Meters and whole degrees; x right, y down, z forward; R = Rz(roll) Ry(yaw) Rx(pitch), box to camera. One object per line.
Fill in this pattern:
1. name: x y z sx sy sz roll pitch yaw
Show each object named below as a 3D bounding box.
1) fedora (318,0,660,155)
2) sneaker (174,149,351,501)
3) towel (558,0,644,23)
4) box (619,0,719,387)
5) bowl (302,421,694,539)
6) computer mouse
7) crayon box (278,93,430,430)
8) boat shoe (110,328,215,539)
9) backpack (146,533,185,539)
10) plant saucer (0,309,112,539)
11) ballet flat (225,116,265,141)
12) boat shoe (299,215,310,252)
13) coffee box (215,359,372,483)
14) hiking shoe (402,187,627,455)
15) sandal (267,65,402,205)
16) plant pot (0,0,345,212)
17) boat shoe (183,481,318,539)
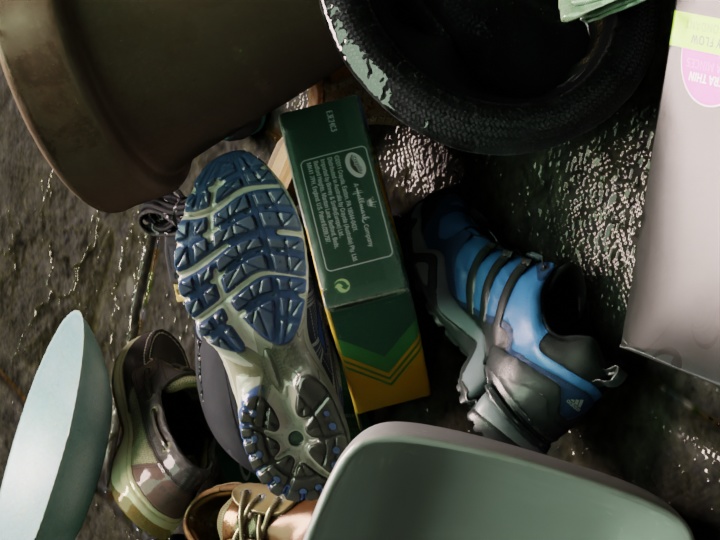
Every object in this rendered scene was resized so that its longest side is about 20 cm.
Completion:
1. fedora: 0.067 -0.140 1.185 0.092 0.199 0.202 92 166 -67
2. sneaker: -0.054 0.029 1.251 0.085 0.076 0.202 -61 -41 -81
3. towel: 0.153 -0.240 1.110 0.152 0.023 0.202 -21 64 40
4. box: 0.216 -0.044 0.943 0.148 0.123 0.202 24 109 57
5. bowl: 0.059 0.177 1.138 0.075 0.198 0.201 -91 17 -73
6. computer mouse: -0.096 0.044 1.358 0.140 0.046 0.201 24 134 65
7. crayon box: 0.000 0.000 1.287 0.200 0.051 0.127 78 178 -66
8. boat shoe: -0.122 0.097 1.433 0.066 0.072 0.201 -38 25 17
9. backpack: -0.206 0.291 1.518 0.147 0.199 0.184 40 120 51
10. plant saucer: -0.201 0.128 1.446 0.201 0.038 0.203 -163 90 -73
11. ballet flat: -0.108 -0.189 1.514 0.073 0.073 0.202 -25 67 54
12. boat shoe: -0.063 -0.019 1.377 0.200 0.060 0.074 157 95 -78
13. coffee box: -0.041 0.122 1.410 0.123 0.044 0.201 -62 40 36
14. hiking shoe: 0.088 0.019 1.211 0.087 0.074 0.201 -37 45 16
15. sandal: 0.005 -0.108 1.355 0.070 0.078 0.212 38 134 15
16. plant pot: -0.094 -0.151 1.227 0.173 0.200 0.202 -16 70 16
17. boat shoe: -0.050 0.161 1.286 0.200 0.073 0.076 -13 60 64
